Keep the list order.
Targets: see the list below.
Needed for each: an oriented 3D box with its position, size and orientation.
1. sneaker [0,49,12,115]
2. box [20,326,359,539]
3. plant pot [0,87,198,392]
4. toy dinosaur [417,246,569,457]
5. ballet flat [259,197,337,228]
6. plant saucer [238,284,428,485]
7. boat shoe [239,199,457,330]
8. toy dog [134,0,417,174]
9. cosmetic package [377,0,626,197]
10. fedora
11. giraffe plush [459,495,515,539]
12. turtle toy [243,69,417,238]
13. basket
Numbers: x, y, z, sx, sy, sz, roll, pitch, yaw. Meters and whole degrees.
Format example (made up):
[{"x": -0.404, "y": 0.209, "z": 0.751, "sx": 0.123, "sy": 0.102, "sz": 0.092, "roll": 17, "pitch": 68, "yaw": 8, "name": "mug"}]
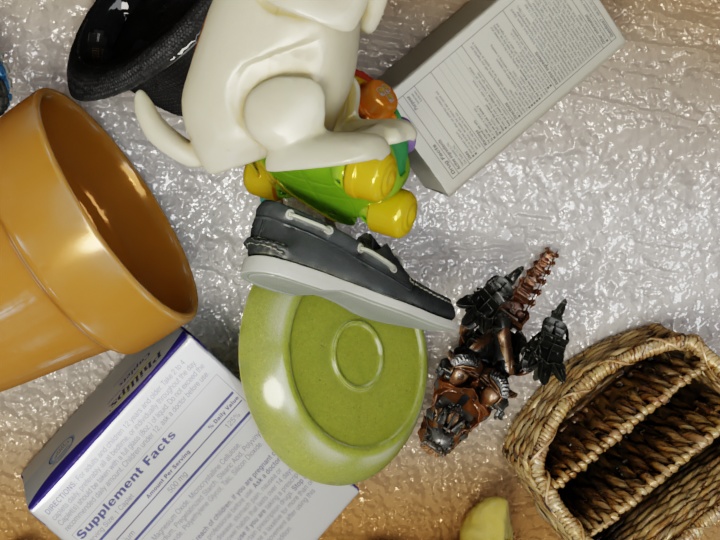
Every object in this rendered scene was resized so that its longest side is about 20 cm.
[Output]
[{"x": -0.337, "y": -0.179, "z": 1.087, "sx": 0.087, "sy": 0.075, "sz": 0.200, "roll": -41, "pitch": 85, "yaw": 8, "name": "sneaker"}, {"x": -0.139, "y": 0.172, "z": 1.194, "sx": 0.184, "sy": 0.105, "sz": 0.200, "roll": -47, "pitch": 109, "yaw": -5, "name": "box"}, {"x": -0.250, "y": -0.001, "z": 1.098, "sx": 0.182, "sy": 0.200, "sz": 0.201, "roll": -33, "pitch": 107, "yaw": 8, "name": "plant pot"}, {"x": 0.109, "y": 0.060, "z": 1.245, "sx": 0.101, "sy": 0.136, "sz": 0.202, "roll": 15, "pitch": 68, "yaw": -8, "name": "toy dinosaur"}, {"x": -0.043, "y": 0.001, "z": 1.214, "sx": 0.062, "sy": 0.067, "sz": 0.203, "roll": -9, "pitch": 103, "yaw": -24, "name": "ballet flat"}, {"x": -0.010, "y": 0.069, "z": 1.175, "sx": 0.199, "sy": 0.031, "sz": 0.203, "roll": 8, "pitch": 78, "yaw": -42, "name": "plant saucer"}, {"x": 0.000, "y": 0.000, "z": 1.126, "sx": 0.199, "sy": 0.075, "sz": 0.061, "roll": 21, "pitch": 74, "yaw": -40, "name": "boat shoe"}, {"x": -0.055, "y": -0.170, "z": 0.954, "sx": 0.192, "sy": 0.139, "sz": 0.203, "roll": -3, "pitch": 99, "yaw": 22, "name": "toy dog"}, {"x": 0.109, "y": -0.166, "z": 1.221, "sx": 0.199, "sy": 0.073, "sz": 0.104, "roll": -39, "pitch": 108, "yaw": -6, "name": "cosmetic package"}, {"x": -0.125, "y": -0.176, "z": 1.097, "sx": 0.091, "sy": 0.200, "sz": 0.201, "roll": 41, "pitch": 88, "yaw": -33, "name": "fedora"}, {"x": 0.045, "y": 0.292, "z": 1.255, "sx": 0.160, "sy": 0.200, "sz": 0.175, "roll": -1, "pitch": 106, "yaw": 14, "name": "giraffe plush"}, {"x": -0.016, "y": -0.093, "z": 1.116, "sx": 0.144, "sy": 0.200, "sz": 0.102, "roll": 17, "pitch": 77, "yaw": 19, "name": "turtle toy"}, {"x": 0.238, "y": 0.146, "z": 1.275, "sx": 0.199, "sy": 0.149, "sz": 0.143, "roll": -35, "pitch": 107, "yaw": -6, "name": "basket"}]
